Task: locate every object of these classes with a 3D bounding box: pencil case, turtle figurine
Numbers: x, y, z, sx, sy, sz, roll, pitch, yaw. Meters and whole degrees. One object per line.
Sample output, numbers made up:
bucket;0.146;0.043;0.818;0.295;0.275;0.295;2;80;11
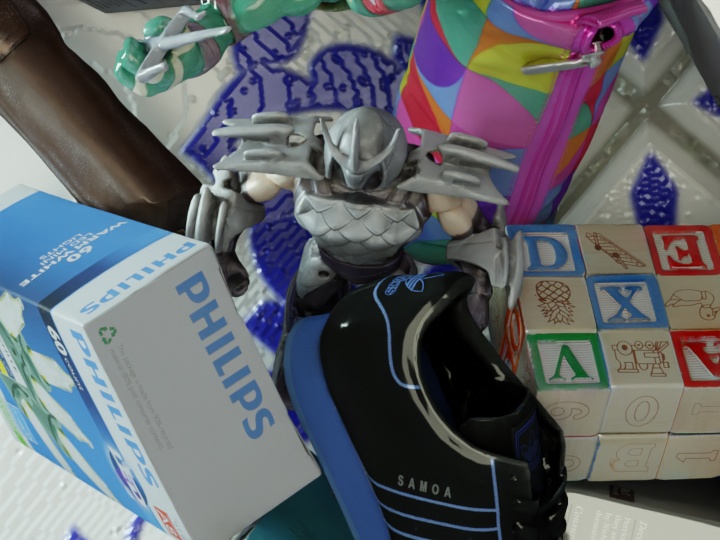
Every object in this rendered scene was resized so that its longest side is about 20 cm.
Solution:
pencil case;0.058;-0.075;0.806;0.088;0.200;0.089;4;63;-7
turtle figurine;-0.040;-0.129;0.728;0.200;0.101;0.150;31;99;37

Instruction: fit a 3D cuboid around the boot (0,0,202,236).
boot;-0.135;-0.084;0.834;0.064;0.186;0.200;-38;87;1

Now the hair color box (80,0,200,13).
hair color box;-0.023;-0.149;0.858;0.199;0.102;0.062;-4;91;4

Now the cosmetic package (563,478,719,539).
cosmetic package;0.139;0.132;0.859;0.199;0.107;0.091;10;96;3

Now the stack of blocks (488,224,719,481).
stack of blocks;0.158;0.042;0.821;0.199;0.116;0.059;0;137;-8

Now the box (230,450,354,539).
box;-0.042;0.132;0.827;0.049;0.200;0.082;43;97;1

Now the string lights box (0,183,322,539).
string lights box;-0.101;0.032;0.816;0.059;0.200;0.103;-33;112;-20

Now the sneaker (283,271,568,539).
sneaker;0.047;0.095;0.763;0.078;0.070;0.201;-23;99;37

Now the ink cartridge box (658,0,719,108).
ink cartridge box;0.224;-0.133;0.814;0.199;0.147;0.146;-32;91;6

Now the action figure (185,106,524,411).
action figure;0.000;0.000;0.817;0.130;0.200;0.070;17;59;9
